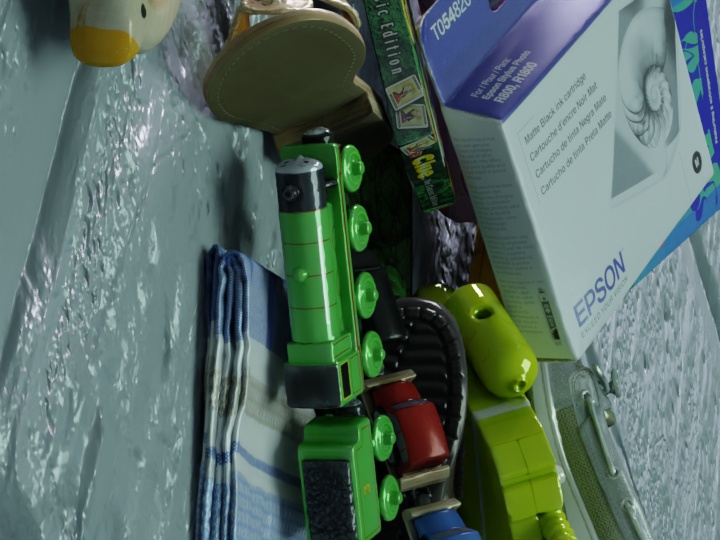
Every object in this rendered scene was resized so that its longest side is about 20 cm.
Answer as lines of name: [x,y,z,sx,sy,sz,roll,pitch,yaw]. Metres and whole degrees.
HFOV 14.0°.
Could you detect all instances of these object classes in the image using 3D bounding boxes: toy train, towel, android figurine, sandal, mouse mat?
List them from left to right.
towel: [-0.043,0.098,1.366,0.147,0.024,0.201,38,51,-70]
sandal: [-0.036,-0.107,1.375,0.212,0.077,0.070,50,20,-73]
toy train: [-0.015,0.034,1.377,0.056,0.042,0.201,-31,117,-63]
mouse mat: [0.000,0.000,1.555,0.200,0.007,0.162,27,62,-70]
toy train: [0.023,0.081,1.429,0.034,0.046,0.201,-10,73,-31]
android figurine: [0.072,0.099,1.548,0.200,0.041,0.183,-119,-163,-50]

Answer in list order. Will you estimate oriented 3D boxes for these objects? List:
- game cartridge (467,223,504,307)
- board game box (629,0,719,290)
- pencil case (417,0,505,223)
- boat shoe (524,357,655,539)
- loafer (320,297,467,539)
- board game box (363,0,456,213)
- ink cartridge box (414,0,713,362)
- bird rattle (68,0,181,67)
game cartridge: [0.088,0.053,1.755,0.200,0.032,0.177,-75,160,-55]
board game box: [0.147,-0.076,1.686,0.200,0.045,0.153,-38,123,-50]
pencil case: [0.073,-0.128,1.681,0.087,0.087,0.201,-47,132,-67]
boat shoe: [0.125,0.108,1.596,0.074,0.065,0.203,103,-25,-66]
loafer: [0.015,0.114,1.491,0.071,0.073,0.201,47,50,-80]
board game box: [0.013,-0.139,1.489,0.105,0.023,0.201,57,19,-70]
ink cartridge box: [0.114,-0.087,1.554,0.200,0.040,0.201,-50,128,-45]
bird rattle: [-0.096,-0.170,1.172,0.200,0.112,0.164,-87,179,-67]
